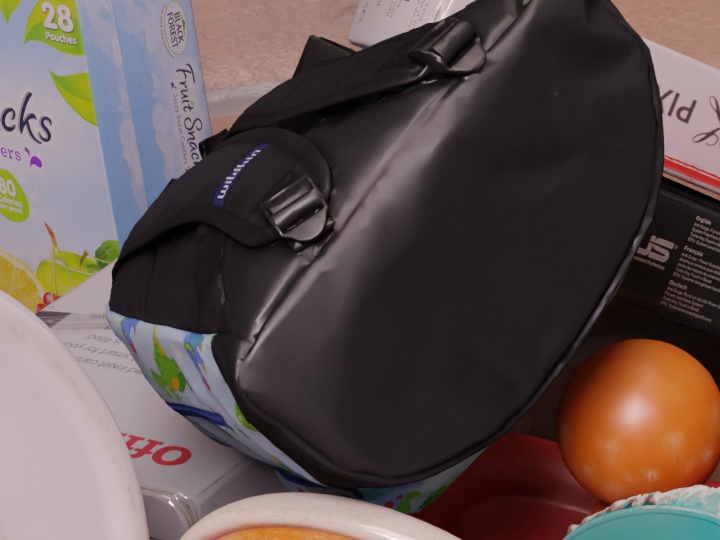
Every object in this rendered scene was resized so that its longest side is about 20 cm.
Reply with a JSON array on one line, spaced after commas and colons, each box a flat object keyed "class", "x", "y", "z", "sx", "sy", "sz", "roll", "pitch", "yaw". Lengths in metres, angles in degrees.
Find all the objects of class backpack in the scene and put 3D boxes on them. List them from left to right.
[{"class": "backpack", "x": 0.000, "y": 0.000, "z": 0.895, "sx": 0.163, "sy": 0.154, "sz": 0.200, "roll": -52, "pitch": 28, "yaw": -18}]

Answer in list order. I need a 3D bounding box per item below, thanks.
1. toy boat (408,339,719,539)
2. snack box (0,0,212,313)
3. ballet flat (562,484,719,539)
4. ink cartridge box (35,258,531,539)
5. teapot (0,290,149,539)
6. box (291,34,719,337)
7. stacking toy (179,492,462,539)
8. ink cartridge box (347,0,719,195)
[{"class": "toy boat", "x": 0.088, "y": 0.082, "z": 0.907, "sx": 0.199, "sy": 0.131, "sz": 0.130, "roll": 7, "pitch": 29, "yaw": 30}, {"class": "snack box", "x": -0.150, "y": -0.067, "z": 1.256, "sx": 0.199, "sy": 0.169, "sz": 0.068, "roll": 16, "pitch": 34, "yaw": 41}, {"class": "ballet flat", "x": 0.128, "y": 0.091, "z": 0.784, "sx": 0.072, "sy": 0.072, "sz": 0.200, "roll": -25, "pitch": 8, "yaw": -31}, {"class": "ink cartridge box", "x": -0.052, "y": 0.057, "z": 1.061, "sx": 0.145, "sy": 0.084, "sz": 0.200, "roll": 10, "pitch": 31, "yaw": 34}, {"class": "teapot", "x": -0.169, "y": 0.091, "z": 0.832, "sx": 0.146, "sy": 0.200, "sz": 0.198, "roll": -8, "pitch": 62, "yaw": 45}, {"class": "box", "x": 0.096, "y": -0.018, "z": 1.095, "sx": 0.199, "sy": 0.048, "sz": 0.193, "roll": 20, "pitch": 4, "yaw": -36}, {"class": "stacking toy", "x": -0.027, "y": 0.173, "z": 0.797, "sx": 0.146, "sy": 0.146, "sz": 0.200, "roll": 7, "pitch": 47, "yaw": 31}, {"class": "ink cartridge box", "x": 0.113, "y": -0.058, "z": 1.088, "sx": 0.199, "sy": 0.045, "sz": 0.176, "roll": 21, "pitch": 3, "yaw": -20}]
